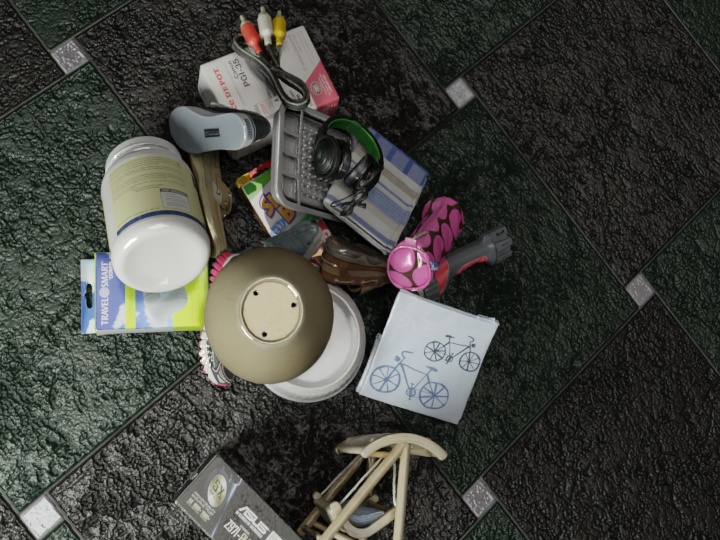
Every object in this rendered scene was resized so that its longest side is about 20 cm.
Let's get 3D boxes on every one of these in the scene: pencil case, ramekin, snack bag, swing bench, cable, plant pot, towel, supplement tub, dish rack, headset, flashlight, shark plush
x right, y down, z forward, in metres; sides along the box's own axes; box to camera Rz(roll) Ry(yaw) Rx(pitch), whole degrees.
[{"bbox_3d":[0.112,-0.051,1.289,0.088,0.201,0.096,3,120,22],"label":"pencil case"},{"bbox_3d":[-0.082,0.107,1.236,0.196,0.094,0.209,1,84,-9],"label":"ramekin"},{"bbox_3d":[0.108,0.140,1.279,0.184,0.021,0.204,17,108,-8],"label":"snack bag"},{"bbox_3d":[0.012,0.330,1.171,0.127,0.199,0.204,27,73,-7],"label":"swing bench"},{"bbox_3d":[-0.144,-0.335,1.238,0.095,0.051,0.203,-14,58,-15],"label":"cable"},{"bbox_3d":[-0.129,0.061,1.116,0.194,0.134,0.207,1,85,-7],"label":"plant pot"},{"bbox_3d":[0.030,-0.138,1.334,0.146,0.024,0.202,36,54,-11],"label":"towel"},{"bbox_3d":[-0.310,-0.087,1.173,0.141,0.147,0.203,-10,52,-16],"label":"supplement tub"},{"bbox_3d":[-0.079,-0.172,1.292,0.198,0.043,0.177,12,76,-49],"label":"dish rack"},{"bbox_3d":[-0.012,-0.171,1.248,0.122,0.094,0.204,25,50,-24],"label":"headset"},{"bbox_3d":[0.175,-0.006,1.360,0.196,0.068,0.069,-23,80,-22],"label":"flashlight"},{"bbox_3d":[-0.146,-0.042,1.250,0.194,0.083,0.094,0,80,18],"label":"shark plush"}]

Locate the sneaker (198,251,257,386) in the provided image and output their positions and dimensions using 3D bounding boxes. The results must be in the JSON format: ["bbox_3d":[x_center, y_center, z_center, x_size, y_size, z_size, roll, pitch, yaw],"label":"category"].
[{"bbox_3d":[-0.198,0.077,1.207,0.073,0.080,0.206,8,93,15],"label":"sneaker"}]

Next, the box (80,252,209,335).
[{"bbox_3d":[-0.335,0.034,1.223,0.194,0.048,0.126,-1,78,-16],"label":"box"}]

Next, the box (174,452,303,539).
[{"bbox_3d":[-0.171,0.366,1.135,0.200,0.164,0.086,45,72,-1],"label":"box"}]

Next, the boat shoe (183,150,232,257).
[{"bbox_3d":[-0.235,-0.117,1.258,0.063,0.073,0.204,-6,63,-24],"label":"boat shoe"}]

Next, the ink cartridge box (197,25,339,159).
[{"bbox_3d":[-0.156,-0.298,1.320,0.197,0.083,0.149,-27,86,-18],"label":"ink cartridge box"}]

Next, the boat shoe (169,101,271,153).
[{"bbox_3d":[-0.219,-0.225,1.219,0.067,0.196,0.076,-22,109,-46],"label":"boat shoe"}]

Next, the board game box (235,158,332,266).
[{"bbox_3d":[-0.121,-0.091,1.317,0.094,0.030,0.203,-31,85,-18],"label":"board game box"}]

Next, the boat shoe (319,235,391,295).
[{"bbox_3d":[0.000,0.000,1.276,0.198,0.075,0.073,16,103,-48],"label":"boat shoe"}]
